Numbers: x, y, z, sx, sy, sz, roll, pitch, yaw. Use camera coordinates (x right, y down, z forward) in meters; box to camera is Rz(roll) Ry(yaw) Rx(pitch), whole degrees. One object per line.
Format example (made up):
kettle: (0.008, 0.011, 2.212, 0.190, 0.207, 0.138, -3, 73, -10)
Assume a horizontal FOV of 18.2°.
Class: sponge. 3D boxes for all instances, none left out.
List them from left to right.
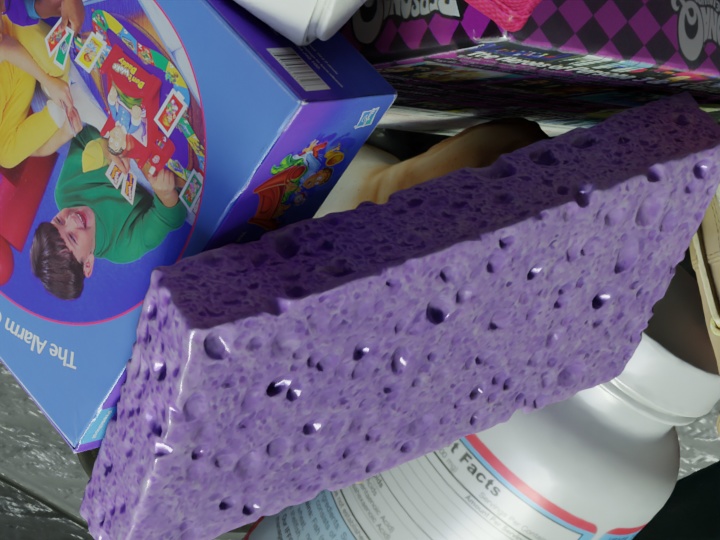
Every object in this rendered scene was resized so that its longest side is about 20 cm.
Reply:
sponge: (0.015, 0.017, 0.674, 0.030, 0.200, 0.112, 52, 144, 28)

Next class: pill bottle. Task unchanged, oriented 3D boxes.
pill bottle: (0.047, 0.078, 0.842, 0.109, 0.109, 0.200, 33, 114, -17)

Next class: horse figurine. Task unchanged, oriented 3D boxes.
horse figurine: (0.000, 0.000, 0.817, 0.050, 0.133, 0.200, 16, -178, -22)

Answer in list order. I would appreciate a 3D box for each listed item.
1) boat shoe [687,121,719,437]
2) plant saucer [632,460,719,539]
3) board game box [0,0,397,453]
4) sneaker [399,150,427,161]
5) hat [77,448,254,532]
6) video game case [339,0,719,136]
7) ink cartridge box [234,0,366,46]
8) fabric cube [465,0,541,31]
boat shoe: (0.150, 0.043, 0.725, 0.066, 0.074, 0.200, -9, 92, 50)
plant saucer: (0.182, 0.093, 0.875, 0.200, 0.200, 0.036, -20, 93, 46)
board game box: (-0.098, -0.066, 0.665, 0.200, 0.045, 0.135, 48, 120, 21)
sneaker: (0.065, 0.042, 0.922, 0.075, 0.116, 0.200, -32, 139, 3)
hat: (-0.044, 0.024, 0.985, 0.081, 0.200, 0.201, 49, 171, 46)
video game case: (0.045, -0.071, 0.739, 0.200, 0.036, 0.181, 3, 177, -45)
ink cartridge box: (-0.046, -0.179, 0.615, 0.200, 0.146, 0.086, 35, 145, 7)
fabric cube: (0.033, -0.216, 0.488, 0.196, 0.200, 0.199, 35, 145, -3)
